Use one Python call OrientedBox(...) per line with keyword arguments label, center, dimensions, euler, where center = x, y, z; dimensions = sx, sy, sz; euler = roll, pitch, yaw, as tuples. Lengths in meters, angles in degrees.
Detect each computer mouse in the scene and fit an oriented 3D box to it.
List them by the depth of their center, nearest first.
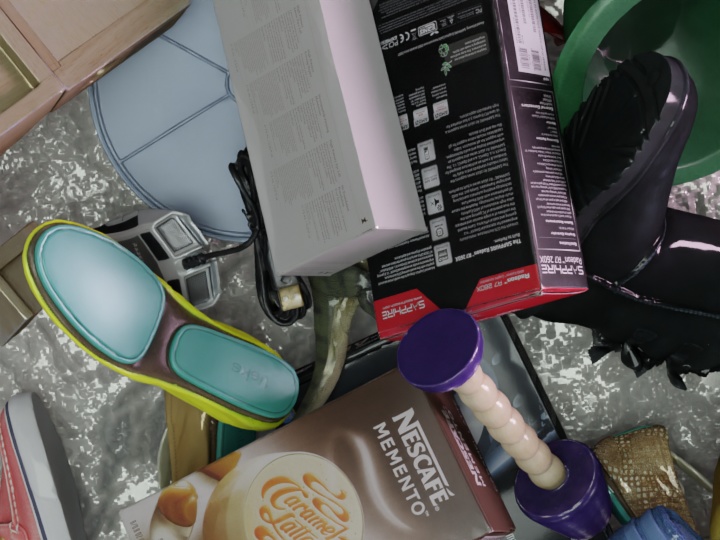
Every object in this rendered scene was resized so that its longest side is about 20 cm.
OrientedBox(label="computer mouse", center=(-0.117, -0.009, 1.379), dimensions=(0.200, 0.044, 0.110), euler=(-10, 109, 35))

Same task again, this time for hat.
OrientedBox(label="hat", center=(0.151, -0.170, 1.366), dimensions=(0.166, 0.176, 0.200), euler=(-45, 133, 12))

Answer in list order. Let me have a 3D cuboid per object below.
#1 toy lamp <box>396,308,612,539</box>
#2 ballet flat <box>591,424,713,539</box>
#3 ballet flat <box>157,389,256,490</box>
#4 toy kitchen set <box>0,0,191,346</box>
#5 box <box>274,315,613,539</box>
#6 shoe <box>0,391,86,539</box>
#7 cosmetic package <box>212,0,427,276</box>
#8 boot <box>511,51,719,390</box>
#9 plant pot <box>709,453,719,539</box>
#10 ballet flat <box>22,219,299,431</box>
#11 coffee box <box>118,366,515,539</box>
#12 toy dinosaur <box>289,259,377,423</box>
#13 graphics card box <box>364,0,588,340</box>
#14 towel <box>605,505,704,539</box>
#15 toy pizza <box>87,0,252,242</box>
OrientedBox(label="toy lamp", center=(0.091, 0.096, 1.301), dimensions=(0.058, 0.058, 0.200), euler=(-32, 136, 9))
OrientedBox(label="ballet flat", center=(0.216, 0.181, 1.396), dimensions=(0.065, 0.071, 0.200), euler=(-34, 99, -5))
OrientedBox(label="ballet flat", center=(-0.099, 0.159, 1.430), dimensions=(0.063, 0.069, 0.200), euler=(8, 98, 32))
OrientedBox(label="toy kitchen set", center=(-0.193, -0.078, 1.362), dimensions=(0.180, 0.200, 0.163), euler=(-40, 92, -26))
OrientedBox(label="box", center=(0.053, 0.130, 1.411), dimensions=(0.160, 0.044, 0.200), euler=(-24, 97, 9))
OrientedBox(label="shoe", center=(-0.221, 0.181, 1.429), dimensions=(0.091, 0.071, 0.200), euler=(-13, 102, 2))
OrientedBox(label="cosmetic package", center=(-0.027, -0.103, 1.296), dimensions=(0.083, 0.051, 0.200), euler=(-25, 72, 40))
OrientedBox(label="boot", center=(0.184, -0.025, 1.316), dimensions=(0.162, 0.073, 0.198), euler=(18, 121, -26))
OrientedBox(label="plant pot", center=(0.312, 0.108, 1.318), dimensions=(0.194, 0.196, 0.200), euler=(41, 110, -2))
OrientedBox(label="ballet flat", center=(-0.127, 0.039, 1.327), dimensions=(0.200, 0.067, 0.067), euler=(33, 67, -26))
OrientedBox(label="coffee box", center=(-0.025, 0.147, 1.326), dimensions=(0.200, 0.080, 0.114), euler=(-29, 77, 10))
OrientedBox(label="toy dinosaur", center=(0.000, 0.000, 1.362), dimensions=(0.088, 0.047, 0.200), euler=(1, 94, 13))
OrientedBox(label="graphics card box", center=(0.054, -0.070, 1.289), dimensions=(0.125, 0.051, 0.200), euler=(-18, 78, 41))
OrientedBox(label="towel", center=(0.142, 0.236, 1.317), dimensions=(0.112, 0.049, 0.200), euler=(43, 110, -3))
OrientedBox(label="toy pizza", center=(-0.068, -0.117, 1.388), dimensions=(0.200, 0.032, 0.200), euler=(1, 100, 4))
